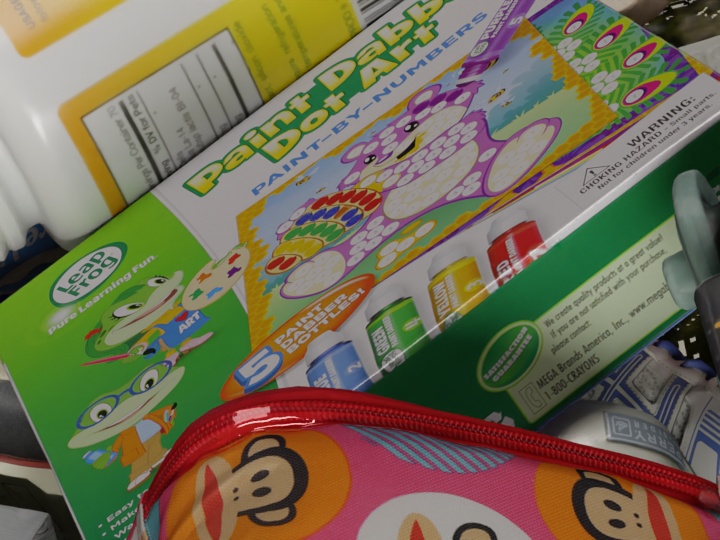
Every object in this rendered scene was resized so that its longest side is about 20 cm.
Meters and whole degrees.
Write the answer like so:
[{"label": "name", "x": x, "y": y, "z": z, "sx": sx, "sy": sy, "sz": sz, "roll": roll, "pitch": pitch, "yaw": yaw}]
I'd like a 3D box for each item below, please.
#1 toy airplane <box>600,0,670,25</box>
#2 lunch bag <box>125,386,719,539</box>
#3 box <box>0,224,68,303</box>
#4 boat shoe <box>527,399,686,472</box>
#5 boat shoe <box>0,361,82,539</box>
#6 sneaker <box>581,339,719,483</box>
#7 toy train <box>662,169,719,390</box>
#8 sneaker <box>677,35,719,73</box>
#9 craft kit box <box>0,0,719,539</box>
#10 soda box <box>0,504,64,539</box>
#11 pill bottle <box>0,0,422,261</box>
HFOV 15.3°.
[{"label": "toy airplane", "x": 0.053, "y": -0.165, "z": 0.986, "sx": 0.199, "sy": 0.142, "sz": 0.200, "roll": 8, "pitch": 48, "yaw": 29}, {"label": "lunch bag", "x": 0.016, "y": 0.127, "z": 0.625, "sx": 0.175, "sy": 0.201, "sz": 0.082, "roll": 12, "pitch": 37, "yaw": -16}, {"label": "box", "x": -0.135, "y": -0.040, "z": 0.958, "sx": 0.199, "sy": 0.096, "sz": 0.100, "roll": -27, "pitch": 41, "yaw": -9}, {"label": "boat shoe", "x": 0.007, "y": 0.102, "z": 0.717, "sx": 0.201, "sy": 0.070, "sz": 0.072, "roll": -33, "pitch": 44, "yaw": 40}, {"label": "boat shoe", "x": -0.112, "y": 0.047, "z": 0.868, "sx": 0.199, "sy": 0.071, "sz": 0.063, "roll": 12, "pitch": 64, "yaw": 24}, {"label": "sneaker", "x": 0.095, "y": 0.060, "z": 0.764, "sx": 0.088, "sy": 0.075, "sz": 0.201, "roll": -27, "pitch": 49, "yaw": 12}, {"label": "toy train", "x": 0.131, "y": 0.042, "z": 0.620, "sx": 0.085, "sy": 0.200, "sz": 0.114, "roll": -20, "pitch": 53, "yaw": 14}, {"label": "sneaker", "x": 0.138, "y": -0.027, "z": 0.820, "sx": 0.200, "sy": 0.105, "sz": 0.075, "roll": -32, "pitch": 44, "yaw": -23}, {"label": "craft kit box", "x": 0.000, "y": 0.000, "z": 0.736, "sx": 0.200, "sy": 0.049, "sz": 0.198, "roll": -37, "pitch": 22, "yaw": -3}, {"label": "soda box", "x": -0.181, "y": 0.104, "z": 0.842, "sx": 0.199, "sy": 0.064, "sz": 0.068, "roll": 8, "pitch": 48, "yaw": 29}, {"label": "pill bottle", "x": -0.066, "y": -0.079, "z": 0.848, "sx": 0.199, "sy": 0.110, "sz": 0.109, "roll": -32, "pitch": 41, "yaw": -9}]
